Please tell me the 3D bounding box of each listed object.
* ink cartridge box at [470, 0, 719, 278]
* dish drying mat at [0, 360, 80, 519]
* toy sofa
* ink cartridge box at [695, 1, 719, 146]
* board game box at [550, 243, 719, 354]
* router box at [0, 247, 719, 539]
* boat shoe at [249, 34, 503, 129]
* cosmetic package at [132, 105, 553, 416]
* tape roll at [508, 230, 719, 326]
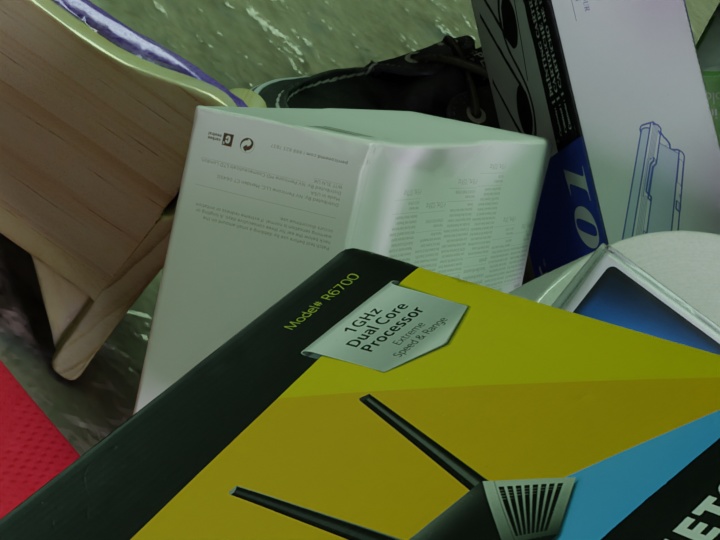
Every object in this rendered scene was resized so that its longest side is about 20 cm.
[{"bbox_3d":[0.074,-0.047,0.906,0.044,0.094,0.200,-12,85,-11],"label":"ink cartridge box"},{"bbox_3d":[-0.095,0.055,0.718,0.200,0.018,0.077,49,29,15],"label":"dish drying mat"},{"bbox_3d":[-0.120,-0.073,0.794,0.200,0.098,0.083,35,27,-8],"label":"toy sofa"},{"bbox_3d":[0.151,0.013,0.973,0.067,0.200,0.117,0,21,17],"label":"ink cartridge box"},{"bbox_3d":[0.097,0.103,0.682,0.200,0.126,0.035,38,-4,14],"label":"board game box"},{"bbox_3d":[-0.004,0.078,0.590,0.149,0.051,0.200,15,39,36],"label":"router box"},{"bbox_3d":[0.036,-0.048,0.986,0.200,0.066,0.070,5,42,-48],"label":"boat shoe"},{"bbox_3d":[0.000,0.000,0.791,0.051,0.083,0.200,12,5,15],"label":"cosmetic package"},{"bbox_3d":[0.096,0.090,0.789,0.203,0.037,0.203,15,64,-34],"label":"tape roll"}]
